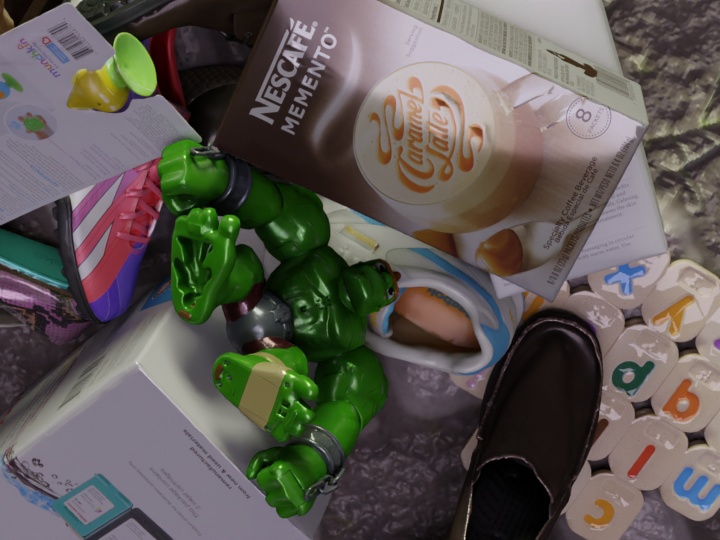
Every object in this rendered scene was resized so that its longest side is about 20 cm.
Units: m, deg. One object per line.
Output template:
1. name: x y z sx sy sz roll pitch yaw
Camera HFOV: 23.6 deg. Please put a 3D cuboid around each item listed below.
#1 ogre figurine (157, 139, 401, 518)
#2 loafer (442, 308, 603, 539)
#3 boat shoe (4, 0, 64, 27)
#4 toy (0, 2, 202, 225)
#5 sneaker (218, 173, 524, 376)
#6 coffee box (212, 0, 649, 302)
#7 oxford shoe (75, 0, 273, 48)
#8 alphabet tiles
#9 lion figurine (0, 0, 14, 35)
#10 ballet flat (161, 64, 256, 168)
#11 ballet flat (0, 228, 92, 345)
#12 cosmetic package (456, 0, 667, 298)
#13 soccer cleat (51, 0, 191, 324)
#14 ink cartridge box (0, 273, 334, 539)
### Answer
1. ogre figurine: -0.042 0.022 0.954 0.098 0.120 0.200 -43 77 30
2. loafer: 0.101 0.114 1.020 0.073 0.071 0.200 18 73 0
3. boat shoe: -0.228 -0.154 1.018 0.202 0.075 0.075 -48 66 21
4. toy: -0.197 -0.085 0.949 0.200 0.047 0.115 -17 137 29
5. sneaker: 0.000 0.000 1.036 0.200 0.081 0.077 21 112 7
6. coffee box: 0.037 -0.082 0.914 0.200 0.080 0.115 24 112 -4
7. oxford shoe: -0.063 -0.150 0.959 0.200 0.073 0.085 -21 116 -17
8. alphabet tiles: 0.161 0.075 1.088 0.200 0.015 0.196 30 110 -6
9. lion figurine: -0.217 -0.223 0.927 0.072 0.122 0.200 7 97 -37
10. ballet flat: -0.050 -0.087 1.026 0.200 0.046 0.068 -2 112 9
11. ballet flat: -0.254 -0.009 1.062 0.200 0.069 0.071 29 114 -16
12. cosmetic package: 0.100 -0.098 0.990 0.107 0.085 0.200 -14 108 10
13. soccer cleat: -0.135 -0.066 1.003 0.073 0.068 0.201 3 97 11
14. ink cartridge box: -0.127 0.116 1.040 0.200 0.147 0.146 -35 105 29
